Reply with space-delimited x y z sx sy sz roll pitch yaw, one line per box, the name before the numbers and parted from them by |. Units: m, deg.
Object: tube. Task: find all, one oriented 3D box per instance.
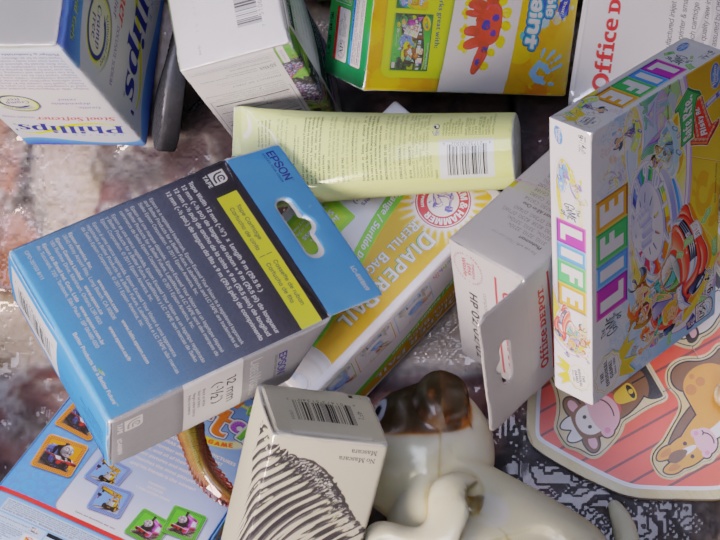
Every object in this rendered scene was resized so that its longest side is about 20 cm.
tube | 0.008 -0.079 1.259 0.198 0.052 0.058 -2 34 10

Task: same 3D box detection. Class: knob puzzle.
knob puzzle | 0.204 0.070 1.300 0.218 0.030 0.222 -2 75 9

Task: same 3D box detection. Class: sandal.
sandal | -0.117 -0.185 1.405 0.043 0.076 0.202 16 77 -10

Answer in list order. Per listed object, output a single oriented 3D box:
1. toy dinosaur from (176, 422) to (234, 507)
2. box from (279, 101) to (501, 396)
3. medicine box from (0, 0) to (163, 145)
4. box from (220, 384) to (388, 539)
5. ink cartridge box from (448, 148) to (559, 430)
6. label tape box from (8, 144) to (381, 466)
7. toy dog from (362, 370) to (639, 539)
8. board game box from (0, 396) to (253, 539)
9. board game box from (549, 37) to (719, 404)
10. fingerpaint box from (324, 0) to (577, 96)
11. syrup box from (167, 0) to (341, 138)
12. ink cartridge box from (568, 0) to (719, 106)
toy dinosaur | -0.156 0.066 1.308 0.104 0.181 0.201 -19 103 -7
box | 0.000 0.000 1.309 0.112 0.101 0.200 41 80 17
medicine box | -0.219 -0.208 1.359 0.102 0.200 0.184 2 75 12
box | -0.046 0.179 1.209 0.081 0.068 0.201 6 113 -16
ink cartridge box | 0.124 -0.002 1.241 0.068 0.116 0.200 30 58 33
label tape box | -0.108 0.017 1.211 0.199 0.066 0.144 -24 62 -22
toy dog | 0.074 0.164 1.243 0.193 0.140 0.200 -33 72 -14
board game box | -0.156 0.148 1.284 0.150 0.037 0.200 21 46 14
board game box | 0.177 -0.031 1.195 0.134 0.201 0.034 -31 41 -34
fingerpaint box | 0.070 -0.228 1.301 0.166 0.073 0.202 -2 107 -26
syrup box | -0.070 -0.149 1.317 0.081 0.200 0.079 -14 73 8
ink cartridge box | 0.257 -0.156 1.325 0.198 0.084 0.147 8 76 11
